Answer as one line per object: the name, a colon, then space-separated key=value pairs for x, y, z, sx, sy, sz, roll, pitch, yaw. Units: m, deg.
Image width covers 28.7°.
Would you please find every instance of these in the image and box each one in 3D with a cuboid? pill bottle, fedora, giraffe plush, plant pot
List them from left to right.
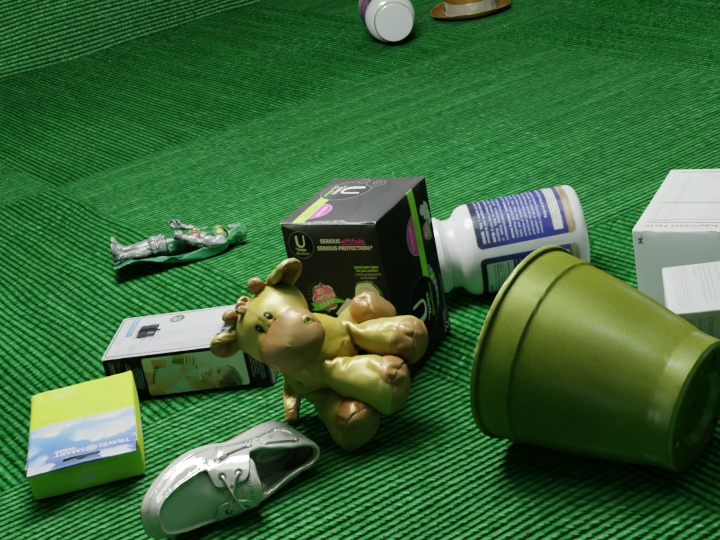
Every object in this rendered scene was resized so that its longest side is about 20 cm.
giraffe plush: x=-0.056 y=0.072 z=1.469 sx=0.200 sy=0.162 sz=0.173 roll=6 pitch=65 yaw=47
pill bottle: x=0.061 y=-0.567 z=3.118 sx=0.112 sy=0.112 sz=0.200 roll=-12 pitch=22 yaw=-2
fedora: x=0.247 y=-0.632 z=3.225 sx=0.200 sy=0.082 sz=0.201 roll=-9 pitch=22 yaw=4
pill bottle: x=0.177 y=-0.034 z=1.758 sx=0.200 sy=0.116 sz=0.116 roll=-10 pitch=22 yaw=-1
plant pot: x=0.239 y=0.100 z=1.342 sx=0.193 sy=0.201 sz=0.200 roll=21 pitch=36 yaw=32

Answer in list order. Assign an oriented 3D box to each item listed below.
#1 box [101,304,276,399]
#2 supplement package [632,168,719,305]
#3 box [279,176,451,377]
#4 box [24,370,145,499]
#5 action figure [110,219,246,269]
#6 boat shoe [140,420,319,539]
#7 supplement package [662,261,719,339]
box: x=-0.196 y=0.095 z=1.691 sx=0.200 sy=0.060 sz=0.117 roll=-7 pitch=23 yaw=10
supplement package: x=0.401 y=-0.035 z=1.664 sx=0.114 sy=0.110 sz=0.200 roll=1 pitch=24 yaw=27
box: x=0.010 y=0.009 z=1.619 sx=0.124 sy=0.200 sz=0.149 roll=1 pitch=25 yaw=26
box: x=-0.301 y=0.182 z=1.544 sx=0.122 sy=0.048 sz=0.200 roll=-14 pitch=22 yaw=-6
action figure: x=-0.266 y=-0.042 z=2.075 sx=0.200 sy=0.055 sz=0.118 roll=-10 pitch=19 yaw=-8
boat shoe: x=-0.123 y=0.204 z=1.377 sx=0.069 sy=0.071 sz=0.200 roll=10 pitch=29 yaw=45
supplement package: x=0.413 y=0.059 z=1.421 sx=0.200 sy=0.117 sz=0.117 roll=-7 pitch=22 yaw=11
